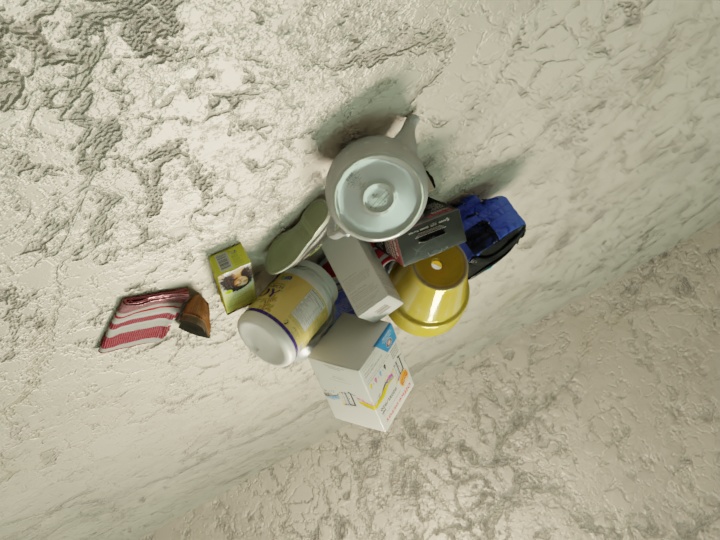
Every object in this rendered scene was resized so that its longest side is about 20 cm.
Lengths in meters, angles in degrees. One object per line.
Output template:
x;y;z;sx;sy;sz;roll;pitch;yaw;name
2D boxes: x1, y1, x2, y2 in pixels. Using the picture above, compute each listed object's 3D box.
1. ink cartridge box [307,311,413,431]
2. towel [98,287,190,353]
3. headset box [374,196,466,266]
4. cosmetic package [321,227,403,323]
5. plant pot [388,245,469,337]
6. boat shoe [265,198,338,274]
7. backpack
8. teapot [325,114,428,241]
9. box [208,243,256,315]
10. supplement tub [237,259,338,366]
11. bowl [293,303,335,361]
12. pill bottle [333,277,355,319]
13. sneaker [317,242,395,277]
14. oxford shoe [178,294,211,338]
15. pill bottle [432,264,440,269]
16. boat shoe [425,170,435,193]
0.006;0.224;1.662;0.148;0.143;0.202;-52;136;-35;ink cartridge box
-0.438;0.105;1.520;0.143;0.023;0.200;-10;153;-40;towel
0.119;-0.085;1.574;0.147;0.076;0.200;-21;-160;-11;headset box
0.000;0.000;1.600;0.084;0.201;0.107;-35;157;13;cosmetic package
0.158;0.023;1.688;0.199;0.202;0.189;-23;159;-16;plant pot
-0.111;-0.060;1.495;0.201;0.072;0.060;-43;152;26;boat shoe
0.288;-0.095;1.810;0.198;0.169;0.163;-29;168;-13;backpack
0.024;-0.156;1.348;0.197;0.147;0.200;-9;120;-1;teapot
-0.256;0.021;1.526;0.075;0.051;0.201;-25;160;-13;box
-0.151;0.088;1.604;0.200;0.145;0.146;-51;175;-35;supplement tub
-0.137;0.141;1.731;0.199;0.202;0.091;-27;126;-5;bowl
-0.031;0.113;1.828;0.111;0.202;0.112;-25;159;-10;pill bottle
-0.010;-0.005;1.701;0.199;0.113;0.071;-35;161;14;sneaker
-0.340;0.098;1.582;0.070;0.072;0.200;18;162;-9;oxford shoe
0.297;-0.041;2.035;0.198;0.112;0.111;-21;159;-21;pill bottle
0.058;-0.142;1.523;0.198;0.075;0.093;-15;162;-35;boat shoe
